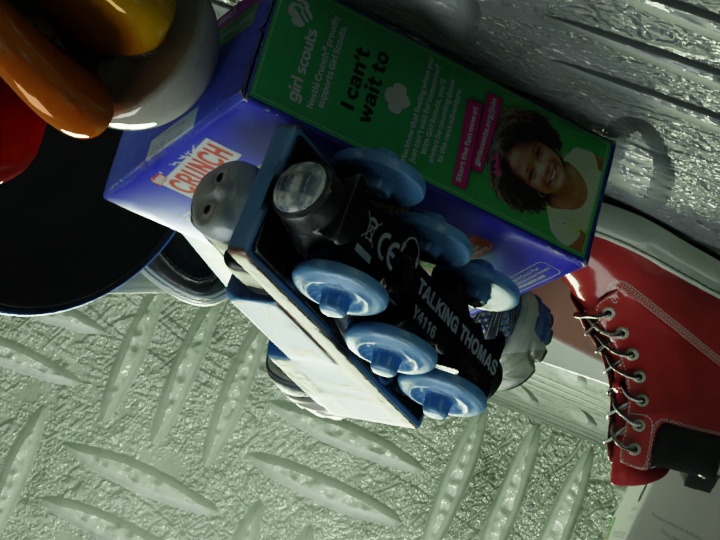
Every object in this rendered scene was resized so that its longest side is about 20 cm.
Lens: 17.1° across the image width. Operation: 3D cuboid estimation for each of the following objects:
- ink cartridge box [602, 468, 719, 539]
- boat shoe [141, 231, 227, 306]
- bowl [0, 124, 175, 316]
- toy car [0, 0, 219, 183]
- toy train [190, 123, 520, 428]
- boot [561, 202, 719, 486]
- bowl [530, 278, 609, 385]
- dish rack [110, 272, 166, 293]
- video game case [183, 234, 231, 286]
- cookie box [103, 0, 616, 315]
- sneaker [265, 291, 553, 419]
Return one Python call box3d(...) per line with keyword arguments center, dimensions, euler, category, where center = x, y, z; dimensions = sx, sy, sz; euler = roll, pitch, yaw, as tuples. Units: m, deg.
box3d(center=(0.241, 0.141, 1.664), dimensions=(0.084, 0.201, 0.146), euler=(25, 174, 2), category="ink cartridge box")
box3d(center=(-0.142, -0.065, 1.537), dimensions=(0.201, 0.072, 0.071), euler=(55, 168, -1), category="boat shoe")
box3d(center=(-0.186, -0.062, 1.434), dimensions=(0.200, 0.201, 0.039), euler=(27, -167, -41), category="bowl")
box3d(center=(-0.179, -0.111, 1.113), dimensions=(0.199, 0.151, 0.175), euler=(17, 164, 46), category="toy car")
box3d(center=(-0.005, 0.007, 1.144), dimensions=(0.114, 0.087, 0.200), euler=(4, 154, 34), category="toy train")
box3d(center=(0.147, 0.044, 1.401), dimensions=(0.199, 0.145, 0.072), euler=(26, 175, -22), category="boot")
box3d(center=(0.106, 0.010, 1.600), dimensions=(0.199, 0.075, 0.199), euler=(16, 171, 46), category="bowl")
box3d(center=(-0.205, -0.038, 1.637), dimensions=(0.171, 0.044, 0.200), euler=(1, -159, -27), category="dish rack")
box3d(center=(0.000, 0.000, 1.438), dimensions=(0.199, 0.018, 0.143), euler=(6, 157, 21), category="video game case")
box3d(center=(-0.003, -0.052, 1.206), dimensions=(0.199, 0.076, 0.171), euler=(24, 155, -22), category="cookie box")
box3d(center=(0.014, 0.028, 1.395), dimensions=(0.199, 0.077, 0.085), euler=(-14, 136, 38), category="sneaker")
